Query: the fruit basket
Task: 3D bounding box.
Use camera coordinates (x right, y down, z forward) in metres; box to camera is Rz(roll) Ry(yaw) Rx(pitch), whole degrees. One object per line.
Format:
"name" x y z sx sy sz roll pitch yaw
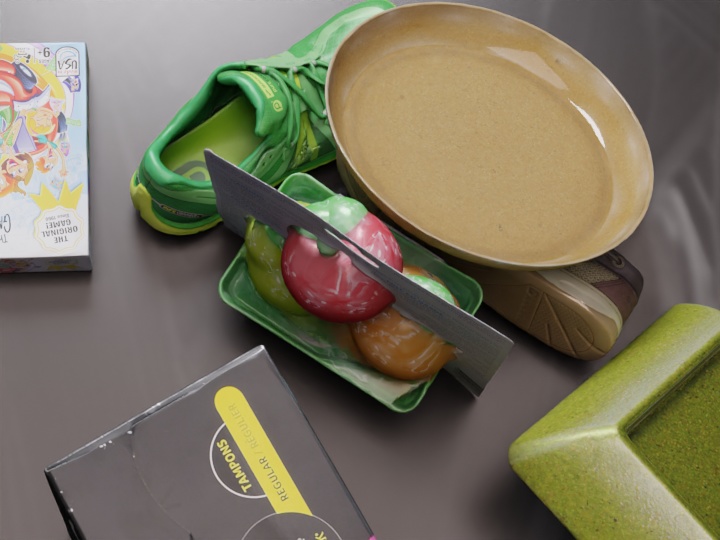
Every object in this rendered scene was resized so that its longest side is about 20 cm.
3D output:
"fruit basket" 0.000 0.000 1.049 0.185 0.200 0.094 32 75 5

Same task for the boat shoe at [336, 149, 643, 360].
"boat shoe" 0.077 -0.027 1.135 0.200 0.072 0.065 35 55 11

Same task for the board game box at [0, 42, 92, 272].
"board game box" -0.259 -0.065 1.131 0.200 0.034 0.135 -2 75 -6

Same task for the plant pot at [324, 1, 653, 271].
"plant pot" 0.071 -0.074 1.106 0.200 0.028 0.200 12 48 -14

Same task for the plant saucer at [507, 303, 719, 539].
"plant saucer" 0.210 0.118 1.064 0.200 0.048 0.200 48 46 9

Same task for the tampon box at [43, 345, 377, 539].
"tampon box" -0.069 0.151 0.999 0.126 0.200 0.150 -29 79 -12

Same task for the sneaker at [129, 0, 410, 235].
"sneaker" -0.046 -0.092 1.132 0.200 0.084 0.074 -39 80 -14
